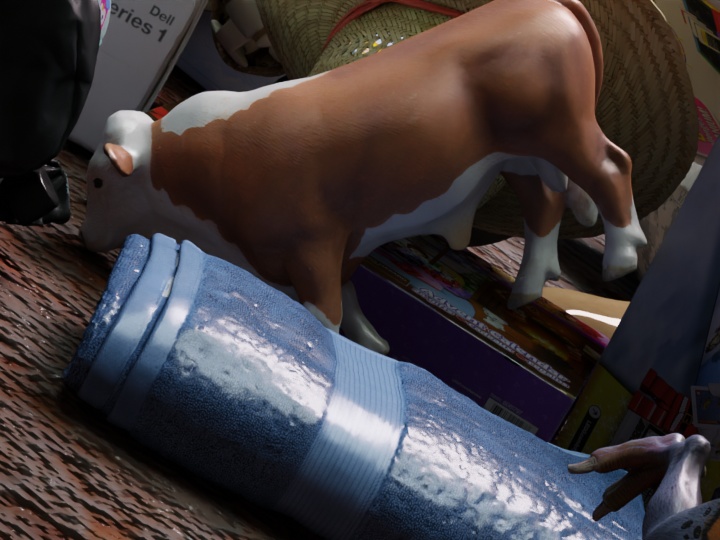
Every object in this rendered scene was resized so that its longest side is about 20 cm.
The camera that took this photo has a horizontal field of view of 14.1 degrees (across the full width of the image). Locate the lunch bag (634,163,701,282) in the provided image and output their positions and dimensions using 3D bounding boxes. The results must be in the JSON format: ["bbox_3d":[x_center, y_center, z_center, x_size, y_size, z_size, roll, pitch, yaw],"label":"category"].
[{"bbox_3d":[0.196,-0.037,1.494,0.167,0.140,0.200,34,11,-31],"label":"lunch bag"}]

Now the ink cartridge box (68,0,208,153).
[{"bbox_3d":[-0.136,-0.133,1.228,0.146,0.085,0.200,30,13,-5],"label":"ink cartridge box"}]

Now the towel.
[{"bbox_3d":[0.003,0.056,0.927,0.199,0.049,0.112,30,14,-6],"label":"towel"}]

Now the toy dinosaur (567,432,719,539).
[{"bbox_3d":[0.099,0.096,0.789,0.104,0.201,0.182,3,24,-2],"label":"toy dinosaur"}]

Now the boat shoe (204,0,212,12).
[{"bbox_3d":[-0.092,-0.168,1.353,0.199,0.074,0.065,4,-28,16],"label":"boat shoe"}]

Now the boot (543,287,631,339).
[{"bbox_3d":[0.175,-0.015,1.243,0.175,0.200,0.066,25,17,-24],"label":"boot"}]

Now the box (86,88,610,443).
[{"bbox_3d":[0.000,0.000,1.148,0.200,0.039,0.137,32,12,4],"label":"box"}]

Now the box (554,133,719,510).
[{"bbox_3d":[0.162,0.034,1.031,0.136,0.201,0.038,35,31,16],"label":"box"}]

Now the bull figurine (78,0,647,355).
[{"bbox_3d":[0.002,-0.027,1.031,0.065,0.199,0.122,-135,-157,-86],"label":"bull figurine"}]

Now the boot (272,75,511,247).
[{"bbox_3d":[0.069,-0.050,1.276,0.199,0.078,0.138,5,-13,41],"label":"boot"}]

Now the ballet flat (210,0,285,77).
[{"bbox_3d":[-0.029,-0.116,1.234,0.071,0.065,0.200,51,-10,3],"label":"ballet flat"}]

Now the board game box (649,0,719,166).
[{"bbox_3d":[0.173,-0.072,1.114,0.200,0.040,0.153,32,-17,41],"label":"board game box"}]

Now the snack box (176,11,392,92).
[{"bbox_3d":[-0.009,-0.103,1.452,0.169,0.068,0.200,39,17,28],"label":"snack box"}]

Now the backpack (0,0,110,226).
[{"bbox_3d":[-0.149,-0.104,1.001,0.166,0.127,0.200,27,10,-5],"label":"backpack"}]

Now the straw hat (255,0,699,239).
[{"bbox_3d":[0.021,-0.059,1.113,0.201,0.201,0.085,33,55,7],"label":"straw hat"}]
